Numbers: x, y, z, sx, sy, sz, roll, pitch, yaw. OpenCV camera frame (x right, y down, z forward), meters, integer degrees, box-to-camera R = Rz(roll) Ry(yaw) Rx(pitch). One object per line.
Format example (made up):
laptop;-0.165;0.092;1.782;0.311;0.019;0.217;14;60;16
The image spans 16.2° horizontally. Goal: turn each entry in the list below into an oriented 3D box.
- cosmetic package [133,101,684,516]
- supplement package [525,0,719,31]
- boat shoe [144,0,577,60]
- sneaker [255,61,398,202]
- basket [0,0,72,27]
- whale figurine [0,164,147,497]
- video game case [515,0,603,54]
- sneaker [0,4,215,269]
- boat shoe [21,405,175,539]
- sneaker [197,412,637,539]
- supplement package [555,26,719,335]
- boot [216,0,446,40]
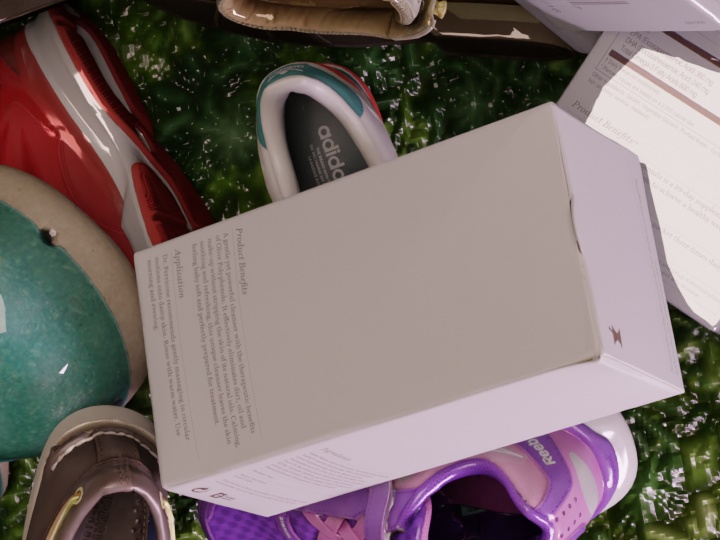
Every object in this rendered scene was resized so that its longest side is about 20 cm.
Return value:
cosmetic package;0.016;0.020;1.009;0.200;0.085;0.108;-17;69;26
supplement package;0.112;-0.209;1.003;0.117;0.117;0.200;31;79;-29
boat shoe;0.002;-0.138;1.137;0.199;0.072;0.068;6;85;0
sneaker;0.000;-0.001;1.114;0.070;0.093;0.200;-22;85;9
basket;-0.199;-0.195;1.084;0.136;0.180;0.201;-12;101;46
whale figurine;-0.173;0.045;1.100;0.159;0.104;0.200;42;139;3
video game case;0.074;-0.220;1.064;0.200;0.022;0.182;35;77;-32
sneaker;-0.134;-0.012;1.158;0.115;0.078;0.200;-31;71;16
boat shoe;-0.116;0.157;1.050;0.072;0.060;0.201;7;112;-14
sneaker;0.015;0.100;1.082;0.200;0.089;0.081;-8;119;23
supplement package;0.165;-0.084;1.080;0.109;0.114;0.200;34;94;11
boot;0.034;-0.163;0.895;0.200;0.072;0.155;-6;63;44
